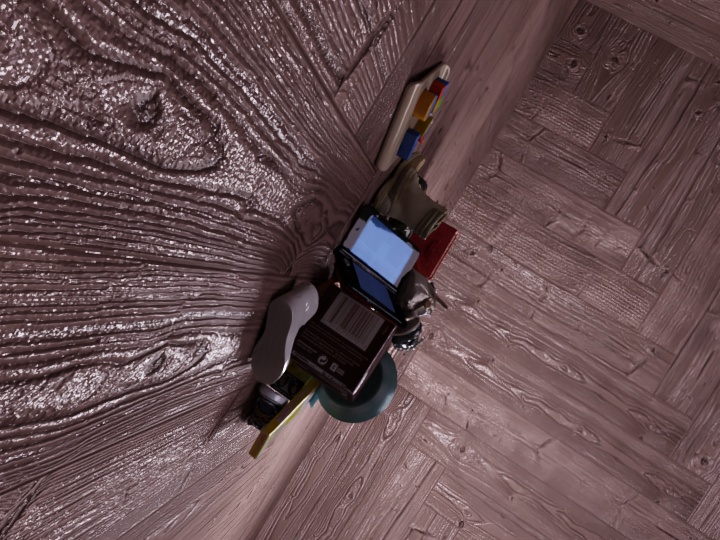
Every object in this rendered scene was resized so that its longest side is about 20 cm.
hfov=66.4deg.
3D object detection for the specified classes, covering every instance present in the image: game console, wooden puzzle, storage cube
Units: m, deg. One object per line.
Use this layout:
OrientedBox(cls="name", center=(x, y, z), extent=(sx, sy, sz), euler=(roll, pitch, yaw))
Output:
OrientedBox(cls="game console", center=(0.051, -0.007, 1.152), extent=(0.119, 0.200, 0.173), euler=(-40, -143, 18))
OrientedBox(cls="wooden puzzle", center=(0.114, -0.297, 1.078), extent=(0.200, 0.046, 0.186), euler=(-47, 165, -51))
OrientedBox(cls="storage cube", center=(0.175, -0.089, 1.642), extent=(0.172, 0.179, 0.200), euler=(-60, 170, 9))

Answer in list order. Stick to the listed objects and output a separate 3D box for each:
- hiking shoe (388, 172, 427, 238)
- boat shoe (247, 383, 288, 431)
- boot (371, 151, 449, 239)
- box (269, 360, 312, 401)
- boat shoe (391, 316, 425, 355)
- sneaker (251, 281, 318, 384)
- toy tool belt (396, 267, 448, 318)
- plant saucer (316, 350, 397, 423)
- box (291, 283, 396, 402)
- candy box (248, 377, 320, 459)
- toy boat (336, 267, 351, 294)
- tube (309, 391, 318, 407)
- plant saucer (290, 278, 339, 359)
OrientedBox(cls="hiking shoe", center=(0.111, -0.159, 1.441), extent=(0.101, 0.075, 0.202), euler=(20, 89, -72))
OrientedBox(cls="boat shoe", center=(-0.213, 0.319, 1.243), extent=(0.091, 0.070, 0.201), euler=(-57, 172, -19))
OrientedBox(cls="boot", center=(0.135, -0.171, 1.248), extent=(0.200, 0.154, 0.072), euler=(-52, 169, -32))
OrientedBox(cls="box", center=(-0.132, 0.212, 1.323), extent=(0.201, 0.075, 0.050), euler=(-56, 170, -7))
OrientedBox(cls="boat shoe", center=(0.102, 0.150, 1.235), extent=(0.074, 0.062, 0.200), euler=(-26, 177, -16))
OrientedBox(cls="sneaker", center=(-0.131, 0.114, 1.015), extent=(0.115, 0.073, 0.201), euler=(-39, 157, -56))
OrientedBox(cls="toy tool belt", center=(0.119, 0.065, 1.330), extent=(0.200, 0.122, 0.126), euler=(0, -115, 66))
OrientedBox(cls="plant saucer", center=(-0.015, 0.248, 1.273), extent=(0.201, 0.199, 0.036), euler=(-56, 153, -16))
OrientedBox(cls="box", center=(-0.038, 0.159, 1.167), extent=(0.165, 0.165, 0.200), euler=(-56, 170, -16))
OrientedBox(cls="candy box", center=(-0.165, 0.325, 1.227), extent=(0.200, 0.026, 0.103), euler=(-40, 167, -51))
OrientedBox(cls="toy boat", center=(0.000, 0.000, 1.279), extent=(0.130, 0.131, 0.201), euler=(-1, 127, -44))
OrientedBox(cls="tube", center=(-0.118, 0.273, 1.400), extent=(0.078, 0.050, 0.200), euler=(-60, -163, 4))
OrientedBox(cls="plant saucer", center=(-0.112, 0.103, 1.210), extent=(0.201, 0.032, 0.201), euler=(-55, 170, -15))
